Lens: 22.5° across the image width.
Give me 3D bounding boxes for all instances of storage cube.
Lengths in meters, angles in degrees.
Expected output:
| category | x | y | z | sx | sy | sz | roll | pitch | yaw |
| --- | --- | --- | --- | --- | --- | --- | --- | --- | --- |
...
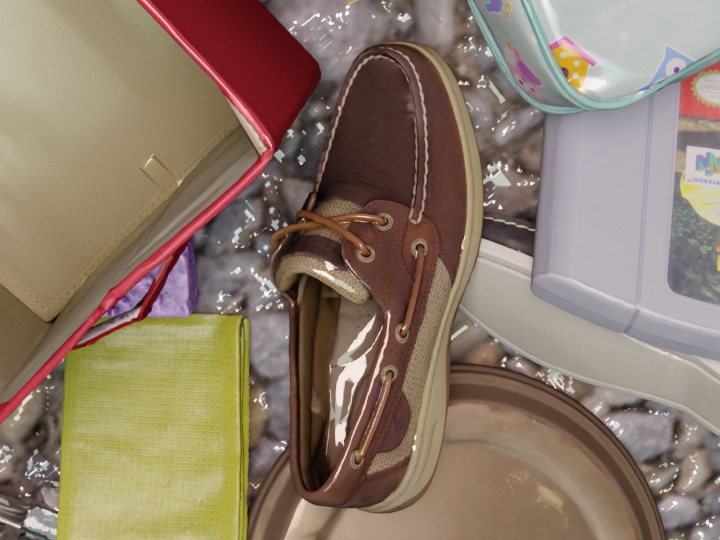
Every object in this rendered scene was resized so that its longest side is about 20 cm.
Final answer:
| category | x | y | z | sx | sy | sz | roll | pitch | yaw |
| --- | --- | --- | --- | --- | --- | --- | --- | --- | --- |
| storage cube | -0.138 | -0.071 | 0.683 | 0.171 | 0.180 | 0.200 | -43 | 97 | 13 |

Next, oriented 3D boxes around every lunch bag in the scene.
| category | x | y | z | sx | sy | sz | roll | pitch | yaw |
| --- | --- | --- | --- | --- | --- | --- | --- | --- | --- |
| lunch bag | 0.125 | -0.165 | 0.706 | 0.199 | 0.077 | 0.161 | -29 | 96 | -11 |

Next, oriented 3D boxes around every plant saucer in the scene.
| category | x | y | z | sx | sy | sz | roll | pitch | yaw |
| --- | --- | --- | --- | --- | --- | --- | --- | --- | --- |
| plant saucer | 0.045 | 0.142 | 0.808 | 0.199 | 0.029 | 0.201 | 0 | 90 | -7 |

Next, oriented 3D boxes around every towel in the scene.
| category | x | y | z | sx | sy | sz | roll | pitch | yaw |
| --- | --- | --- | --- | --- | --- | --- | --- | --- | --- |
| towel | -0.093 | 0.117 | 0.794 | 0.086 | 0.018 | 0.201 | 1 | 75 | 0 |

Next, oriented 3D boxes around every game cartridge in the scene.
| category | x | y | z | sx | sy | sz | roll | pitch | yaw |
| --- | --- | --- | --- | --- | --- | --- | --- | --- | --- |
| game cartridge | 0.173 | -0.027 | 0.748 | 0.199 | 0.041 | 0.134 | 7 | 74 | -1 |

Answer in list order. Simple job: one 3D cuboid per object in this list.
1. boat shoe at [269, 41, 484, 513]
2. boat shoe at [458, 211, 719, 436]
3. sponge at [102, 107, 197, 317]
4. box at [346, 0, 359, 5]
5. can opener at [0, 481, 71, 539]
| category | x | y | z | sx | sy | sz | roll | pitch | yaw |
| --- | --- | --- | --- | --- | --- | --- | --- | --- | --- |
| boat shoe | 0.000 | 0.000 | 0.753 | 0.072 | 0.072 | 0.201 | 6 | 87 | 36 |
| boat shoe | 0.127 | 0.017 | 0.784 | 0.199 | 0.074 | 0.061 | 22 | 63 | 13 |
| sponge | -0.129 | -0.076 | 0.789 | 0.111 | 0.030 | 0.201 | 1 | 105 | 3 |
| box | -0.022 | -0.209 | 0.702 | 0.041 | 0.119 | 0.201 | -18 | 104 | 7 |
| can opener | -0.090 | 0.151 | 0.835 | 0.199 | 0.053 | 0.067 | 20 | 89 | -5 |
